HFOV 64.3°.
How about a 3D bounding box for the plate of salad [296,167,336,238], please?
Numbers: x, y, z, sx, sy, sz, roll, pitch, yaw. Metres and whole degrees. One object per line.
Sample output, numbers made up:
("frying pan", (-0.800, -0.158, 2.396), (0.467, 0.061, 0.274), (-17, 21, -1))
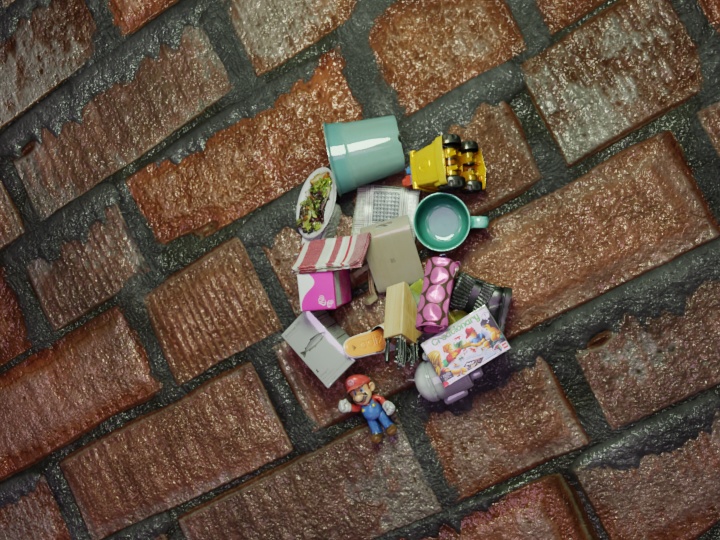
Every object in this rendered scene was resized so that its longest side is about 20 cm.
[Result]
("plate of salad", (-0.133, -0.191, 1.597), (0.198, 0.047, 0.204), (-19, 65, 48))

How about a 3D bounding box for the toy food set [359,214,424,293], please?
("toy food set", (0.093, -0.040, 1.581), (0.141, 0.061, 0.203), (-14, 113, 15))

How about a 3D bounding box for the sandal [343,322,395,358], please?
("sandal", (0.052, 0.191, 1.567), (0.204, 0.059, 0.080), (-17, 80, -28))

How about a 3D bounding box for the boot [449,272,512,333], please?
("boot", (0.307, 0.122, 1.536), (0.155, 0.079, 0.215), (13, 93, 5))

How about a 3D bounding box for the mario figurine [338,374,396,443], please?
("mario figurine", (0.018, 0.387, 1.609), (0.123, 0.106, 0.202), (-33, 94, -23))

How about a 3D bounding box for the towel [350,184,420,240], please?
("towel", (0.067, -0.137, 1.615), (0.189, 0.035, 0.204), (8, 95, 11))

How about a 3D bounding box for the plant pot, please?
("plant pot", (0.014, -0.322, 1.547), (0.192, 0.200, 0.204), (-13, 90, 5))

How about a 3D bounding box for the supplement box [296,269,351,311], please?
("supplement box", (-0.095, 0.047, 1.573), (0.099, 0.200, 0.106), (-5, 91, 12))

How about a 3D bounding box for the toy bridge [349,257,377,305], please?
("toy bridge", (0.000, 0.000, 1.620), (0.067, 0.027, 0.202), (-35, 102, -32))

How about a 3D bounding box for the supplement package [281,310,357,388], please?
("supplement package", (-0.106, 0.210, 1.625), (0.200, 0.117, 0.117), (46, 102, 7))

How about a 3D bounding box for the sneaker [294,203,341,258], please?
("sneaker", (-0.122, -0.107, 1.641), (0.080, 0.076, 0.202), (29, 97, 20))

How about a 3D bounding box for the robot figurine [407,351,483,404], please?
("robot figurine", (0.230, 0.283, 1.557), (0.197, 0.113, 0.172), (-25, 104, 12))

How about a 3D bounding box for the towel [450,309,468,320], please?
("towel", (0.296, 0.137, 1.588), (0.198, 0.018, 0.087), (-30, 92, 11))

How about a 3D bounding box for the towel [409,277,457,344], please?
("towel", (0.184, 0.134, 1.580), (0.143, 0.023, 0.201), (-41, 83, 36))

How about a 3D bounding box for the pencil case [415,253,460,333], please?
("pencil case", (0.202, 0.065, 1.489), (0.092, 0.091, 0.204), (5, 69, 22))

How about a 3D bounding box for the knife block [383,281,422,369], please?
("knife block", (0.099, 0.153, 1.519), (0.063, 0.175, 0.203), (-19, 96, 35))

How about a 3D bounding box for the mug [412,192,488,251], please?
("mug", (0.234, -0.120, 1.539), (0.184, 0.114, 0.153), (34, 98, 8))

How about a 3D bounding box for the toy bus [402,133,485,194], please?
("toy bus", (0.214, -0.261, 1.526), (0.190, 0.198, 0.139), (-13, 80, 44))

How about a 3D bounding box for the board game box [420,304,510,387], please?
("board game box", (0.270, 0.195, 1.478), (0.198, 0.035, 0.128), (-33, 76, 10))

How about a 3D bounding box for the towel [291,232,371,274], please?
("towel", (-0.077, -0.048, 1.507), (0.196, 0.145, 0.023), (-7, 124, 18))
